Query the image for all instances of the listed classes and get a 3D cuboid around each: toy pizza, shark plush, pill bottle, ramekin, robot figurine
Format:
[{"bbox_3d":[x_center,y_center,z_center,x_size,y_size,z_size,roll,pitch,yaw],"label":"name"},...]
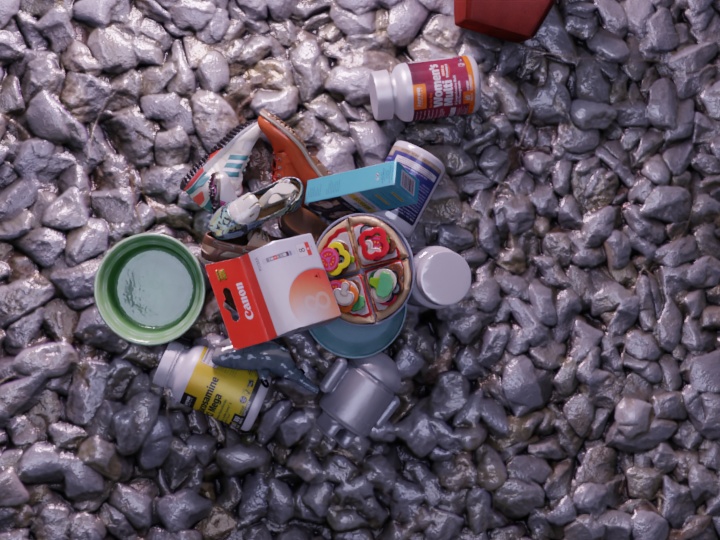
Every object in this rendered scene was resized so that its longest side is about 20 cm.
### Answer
[{"bbox_3d":[0.000,0.000,1.608,0.198,0.032,0.203,2,95,21],"label":"toy pizza"},{"bbox_3d":[-0.171,0.179,1.654,0.199,0.091,0.084,35,49,-16],"label":"shark plush"},{"bbox_3d":[0.121,-0.342,1.720,0.198,0.110,0.111,-8,91,-7],"label":"pill bottle"},{"bbox_3d":[0.068,-0.132,1.712,0.110,0.111,0.201,29,86,-5],"label":"pill bottle"},{"bbox_3d":[-0.381,0.034,1.668,0.197,0.098,0.203,0,89,-6],"label":"ramekin"},{"bbox_3d":[-0.274,0.207,1.671,0.198,0.112,0.113,24,87,-5],"label":"pill bottle"},{"bbox_3d":[0.000,0.231,1.701,0.169,0.113,0.201,37,86,-32],"label":"robot figurine"},{"bbox_3d":[0.129,0.012,1.669,0.112,0.200,0.115,0,90,-12],"label":"pill bottle"}]

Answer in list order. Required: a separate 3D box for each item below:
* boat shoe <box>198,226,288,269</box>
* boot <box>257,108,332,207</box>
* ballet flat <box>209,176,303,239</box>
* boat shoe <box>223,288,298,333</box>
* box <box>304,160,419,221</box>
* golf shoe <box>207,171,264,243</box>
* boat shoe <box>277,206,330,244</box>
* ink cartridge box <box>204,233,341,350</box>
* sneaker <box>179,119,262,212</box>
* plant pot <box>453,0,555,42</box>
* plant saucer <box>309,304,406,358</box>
[{"bbox_3d":[-0.191,-0.043,1.634,0.198,0.076,0.073,-5,120,-20],"label":"boat shoe"},{"bbox_3d":[-0.141,-0.203,1.693,0.107,0.075,0.200,-39,112,2],"label":"boot"},{"bbox_3d":[-0.181,-0.119,1.611,0.199,0.074,0.075,-31,94,-37],"label":"ballet flat"},{"bbox_3d":[-0.180,0.059,1.644,0.199,0.068,0.072,34,47,16],"label":"boat shoe"},{"bbox_3d":[0.001,-0.142,1.639,0.198,0.082,0.050,-9,63,34],"label":"box"},{"bbox_3d":[-0.225,-0.099,1.675,0.091,0.073,0.202,-17,125,-9],"label":"golf shoe"},{"bbox_3d":[-0.069,-0.049,1.719,0.199,0.070,0.071,38,62,-5],"label":"boat shoe"},{"bbox_3d":[-0.149,0.033,1.569,0.198,0.050,0.164,-14,76,-32],"label":"ink cartridge box"},{"bbox_3d":[-0.242,-0.195,1.709,0.200,0.070,0.094,-45,112,-7],"label":"sneaker"},{"bbox_3d":[0.273,-0.535,1.706,0.198,0.200,0.178,13,99,-6],"label":"plant pot"},{"bbox_3d":[-0.010,0.059,1.663,0.198,0.036,0.203,1,95,13],"label":"plant saucer"}]
